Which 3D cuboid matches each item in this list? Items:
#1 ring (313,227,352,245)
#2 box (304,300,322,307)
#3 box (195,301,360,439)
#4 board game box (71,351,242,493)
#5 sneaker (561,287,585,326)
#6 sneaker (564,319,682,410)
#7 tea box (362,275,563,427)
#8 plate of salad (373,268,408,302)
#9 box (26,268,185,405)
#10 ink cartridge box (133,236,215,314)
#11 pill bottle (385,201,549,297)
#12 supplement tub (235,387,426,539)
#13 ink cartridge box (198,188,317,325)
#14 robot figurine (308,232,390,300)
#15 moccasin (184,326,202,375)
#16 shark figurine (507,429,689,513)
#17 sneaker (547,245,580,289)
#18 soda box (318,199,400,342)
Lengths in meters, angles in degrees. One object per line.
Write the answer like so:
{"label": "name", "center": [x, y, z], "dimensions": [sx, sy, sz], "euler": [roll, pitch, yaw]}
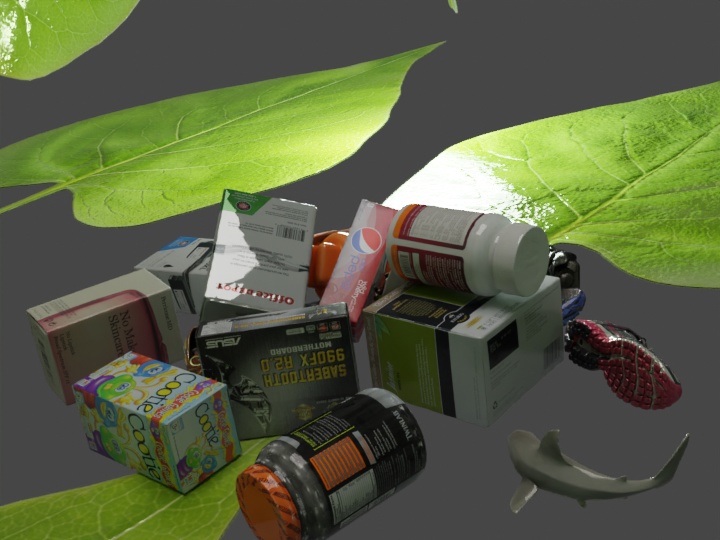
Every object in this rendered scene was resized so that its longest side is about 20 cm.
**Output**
{"label": "ring", "center": [-0.068, -0.023, 1.650], "dimensions": [0.199, 0.201, 0.019], "euler": [-13, 68, -5]}
{"label": "box", "center": [-0.105, 0.118, 1.469], "dimensions": [0.156, 0.050, 0.200], "euler": [-13, 24, -12]}
{"label": "box", "center": [-0.103, 0.134, 1.294], "dimensions": [0.198, 0.160, 0.048], "euler": [-7, 21, 1]}
{"label": "board game box", "center": [-0.265, 0.192, 1.282], "dimensions": [0.199, 0.106, 0.103], "euler": [11, 30, 40]}
{"label": "sneaker", "center": [0.238, 0.048, 1.480], "dimensions": [0.198, 0.079, 0.075], "euler": [-7, 24, 3]}
{"label": "sneaker", "center": [0.352, 0.112, 1.295], "dimensions": [0.074, 0.081, 0.200], "euler": [-4, 24, -23]}
{"label": "tea box", "center": [0.142, 0.089, 1.347], "dimensions": [0.196, 0.135, 0.199], "euler": [13, 30, 39]}
{"label": "plate of salad", "center": [0.069, 0.017, 1.455], "dimensions": [0.048, 0.201, 0.200], "euler": [22, 35, 24]}
{"label": "box", "center": [-0.386, 0.098, 1.510], "dimensions": [0.199, 0.129, 0.109], "euler": [-22, 27, -28]}
{"label": "ink cartridge box", "center": [-0.270, 0.009, 1.732], "dimensions": [0.198, 0.085, 0.145], "euler": [5, 27, 27]}
{"label": "pill bottle", "center": [0.140, -0.026, 1.302], "dimensions": [0.199, 0.110, 0.109], "euler": [12, 30, 38]}
{"label": "supplement tub", "center": [-0.032, 0.224, 1.108], "dimensions": [0.199, 0.123, 0.122], "euler": [-24, 28, -34]}
{"label": "ink cartridge box", "center": [-0.149, -0.007, 1.446], "dimensions": [0.145, 0.083, 0.201], "euler": [12, 54, -8]}
{"label": "robot figurine", "center": [0.002, 0.004, 1.572], "dimensions": [0.199, 0.144, 0.117], "euler": [10, 42, -34]}
{"label": "moccasin", "center": [-0.215, 0.138, 1.424], "dimensions": [0.073, 0.078, 0.202], "euler": [-12, 23, -9]}
{"label": "shark figurine", "center": [0.243, 0.211, 1.093], "dimensions": [0.213, 0.090, 0.128], "euler": [5, 28, 32]}
{"label": "sneaker", "center": [0.269, 0.011, 1.557], "dimensions": [0.198, 0.077, 0.114], "euler": [-17, 18, -32]}
{"label": "soda box", "center": [0.000, 0.000, 1.440], "dimensions": [0.063, 0.070, 0.201], "euler": [16, 63, 11]}
